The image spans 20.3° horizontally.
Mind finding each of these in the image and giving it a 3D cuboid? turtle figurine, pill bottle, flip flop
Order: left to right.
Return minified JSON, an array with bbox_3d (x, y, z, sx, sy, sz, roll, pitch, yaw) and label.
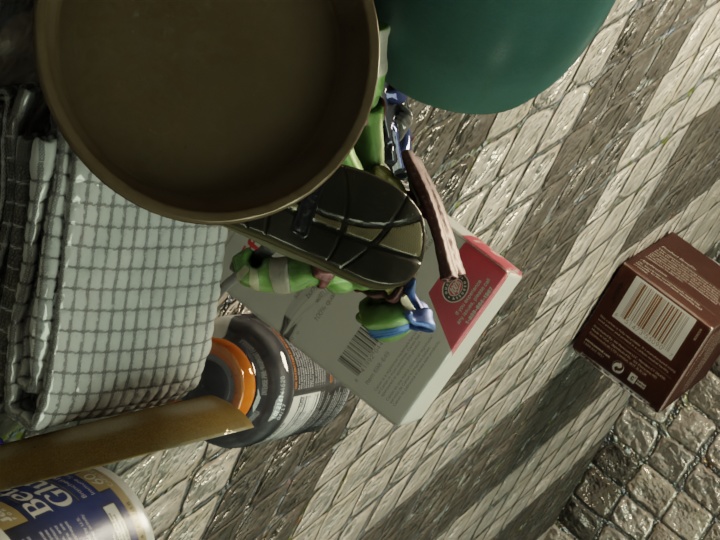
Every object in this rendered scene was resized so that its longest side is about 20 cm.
[{"bbox_3d":[-0.232,0.200,1.306,0.199,0.111,0.112,-18,142,-58],"label":"pill bottle"},{"bbox_3d":[-0.086,0.087,1.637,0.107,0.106,0.200,-56,163,12],"label":"pill bottle"},{"bbox_3d":[-0.050,-0.050,1.162,0.057,0.199,0.082,-1,-116,60],"label":"flip flop"},{"bbox_3d":[-0.035,-0.053,1.267,0.143,0.200,0.196,-18,116,-27],"label":"turtle figurine"}]

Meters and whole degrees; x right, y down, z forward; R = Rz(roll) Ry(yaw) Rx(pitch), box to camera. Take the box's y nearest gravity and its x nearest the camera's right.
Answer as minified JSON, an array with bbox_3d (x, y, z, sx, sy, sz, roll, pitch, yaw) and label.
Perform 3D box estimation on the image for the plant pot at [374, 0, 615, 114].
[{"bbox_3d":[0.076,-0.200,1.295,0.200,0.200,0.162,-35,152,-45],"label":"plant pot"}]

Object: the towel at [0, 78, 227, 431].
[{"bbox_3d":[-0.158,-0.017,1.179,0.165,0.085,0.202,-5,104,-59],"label":"towel"}]

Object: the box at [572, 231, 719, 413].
[{"bbox_3d":[0.446,0.074,2.946,0.200,0.165,0.165,-24,147,-57],"label":"box"}]

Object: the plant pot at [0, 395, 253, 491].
[{"bbox_3d":[-0.163,0.105,1.205,0.198,0.028,0.200,-14,178,-1],"label":"plant pot"}]

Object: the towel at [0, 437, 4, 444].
[{"bbox_3d":[-0.293,0.176,1.371,0.148,0.049,0.200,-45,160,-15],"label":"towel"}]

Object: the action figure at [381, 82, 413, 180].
[{"bbox_3d":[-0.031,-0.143,1.401,0.193,0.104,0.202,-41,132,-50],"label":"action figure"}]

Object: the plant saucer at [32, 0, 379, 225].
[{"bbox_3d":[-0.084,-0.125,1.102,0.200,0.200,0.029,-47,-166,-18],"label":"plant saucer"}]

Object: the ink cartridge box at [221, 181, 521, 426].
[{"bbox_3d":[0.000,0.000,1.524,0.146,0.199,0.085,-54,169,7],"label":"ink cartridge box"}]
